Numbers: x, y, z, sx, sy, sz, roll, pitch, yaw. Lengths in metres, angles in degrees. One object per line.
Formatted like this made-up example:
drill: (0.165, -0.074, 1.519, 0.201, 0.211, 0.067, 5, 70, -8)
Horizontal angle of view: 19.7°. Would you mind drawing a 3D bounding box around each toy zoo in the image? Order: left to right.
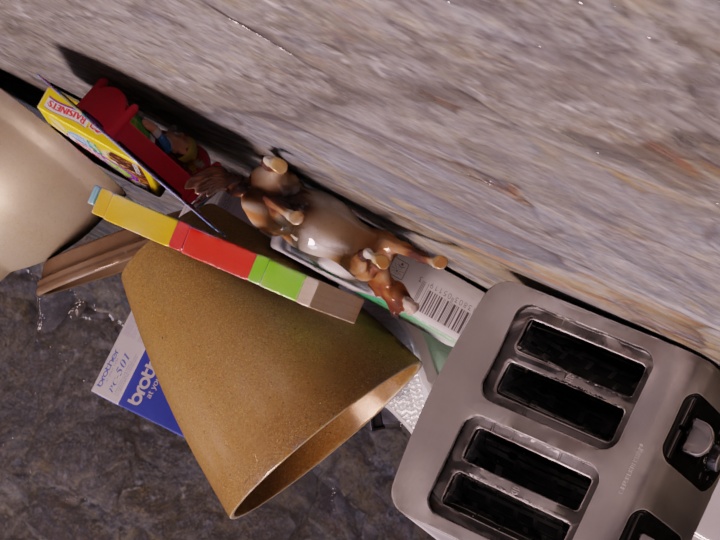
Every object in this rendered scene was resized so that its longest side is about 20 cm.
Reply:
toy zoo: (-0.104, -0.015, 1.450, 0.200, 0.021, 0.131, 23, 179, 14)

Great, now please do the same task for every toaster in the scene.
toaster: (0.133, 0.118, 1.372, 0.200, 0.181, 0.119, 23, 171, 27)

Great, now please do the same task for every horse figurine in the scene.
horse figurine: (-0.028, -0.030, 1.415, 0.200, 0.050, 0.133, 28, 174, -14)

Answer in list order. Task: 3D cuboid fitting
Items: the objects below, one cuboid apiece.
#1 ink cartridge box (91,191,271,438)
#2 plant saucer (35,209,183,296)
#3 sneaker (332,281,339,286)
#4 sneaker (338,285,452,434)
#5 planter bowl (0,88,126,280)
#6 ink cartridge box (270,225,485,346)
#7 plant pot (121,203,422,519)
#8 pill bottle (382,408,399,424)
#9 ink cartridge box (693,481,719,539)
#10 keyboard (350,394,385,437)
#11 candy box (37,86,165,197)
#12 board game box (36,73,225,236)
ink cartridge box: (-0.132, 0.031, 1.703, 0.094, 0.200, 0.044, 32, 173, -41)
plant saucer: (-0.190, -0.022, 1.803, 0.200, 0.200, 0.030, 166, 84, -82)
sneaker: (-0.028, 0.022, 1.811, 0.078, 0.076, 0.200, 26, 177, -21)
sneaker: (0.052, 0.063, 1.746, 0.074, 0.118, 0.201, -21, 114, 32)
planter bowl: (-0.320, -0.075, 1.788, 0.200, 0.135, 0.200, 36, 174, 4)
ink cartridge box: (0.000, 0.000, 1.595, 0.161, 0.050, 0.200, 29, 172, -17)
plant pot: (-0.087, 0.055, 1.582, 0.200, 0.186, 0.186, 50, 178, 9)
pill bottle: (-0.026, 0.064, 2.002, 0.200, 0.106, 0.106, 31, 173, -34)
ink cartridge box: (0.298, 0.217, 1.673, 0.145, 0.145, 0.200, 25, 175, 25)
keyboard: (-0.040, 0.081, 1.745, 0.200, 0.021, 0.127, 38, 147, 49)
candy box: (-0.210, -0.105, 1.726, 0.102, 0.026, 0.200, 31, 175, 1)
board game box: (-0.146, -0.092, 1.444, 0.158, 0.039, 0.200, 41, 178, 2)
